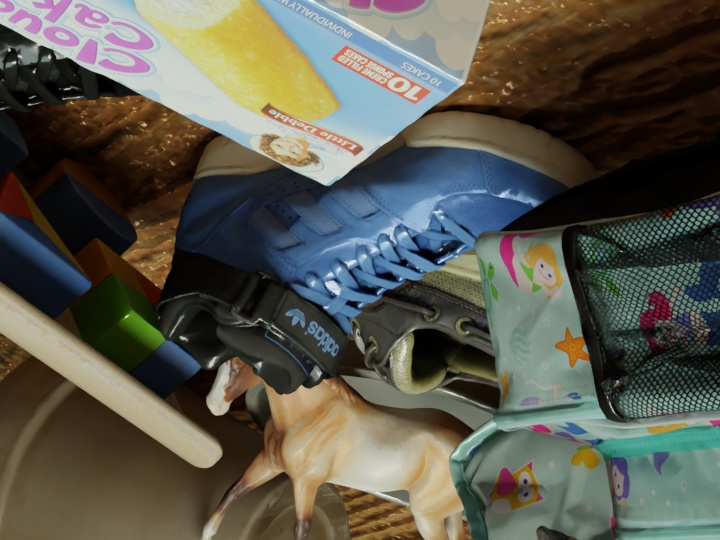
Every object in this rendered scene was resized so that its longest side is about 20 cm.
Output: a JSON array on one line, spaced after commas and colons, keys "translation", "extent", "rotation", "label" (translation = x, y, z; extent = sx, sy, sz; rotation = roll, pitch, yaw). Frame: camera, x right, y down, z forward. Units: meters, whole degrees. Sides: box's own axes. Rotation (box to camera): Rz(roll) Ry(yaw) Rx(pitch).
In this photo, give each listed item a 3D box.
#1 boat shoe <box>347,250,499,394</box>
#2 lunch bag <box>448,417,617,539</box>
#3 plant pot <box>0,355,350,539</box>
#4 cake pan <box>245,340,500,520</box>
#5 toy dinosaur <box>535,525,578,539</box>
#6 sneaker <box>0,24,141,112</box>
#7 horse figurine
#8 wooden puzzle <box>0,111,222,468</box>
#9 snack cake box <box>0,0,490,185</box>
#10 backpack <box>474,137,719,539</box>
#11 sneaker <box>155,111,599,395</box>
[{"translation": [0.026, 0.023, 0.850], "extent": [0.198, 0.065, 0.073], "rotation": [3, 155, 33], "label": "boat shoe"}, {"translation": [0.168, 0.104, 0.852], "extent": [0.200, 0.123, 0.170], "rotation": [-39, 127, 22], "label": "lunch bag"}, {"translation": [-0.106, 0.153, 1.038], "extent": [0.172, 0.201, 0.200], "rotation": [11, 157, 32], "label": "plant pot"}, {"translation": [0.036, 0.084, 1.010], "extent": [0.198, 0.037, 0.201], "rotation": [15, 157, 7], "label": "cake pan"}, {"translation": [0.143, 0.160, 0.644], "extent": [0.198, 0.087, 0.136], "rotation": [15, 166, 2], "label": "toy dinosaur"}, {"translation": [-0.155, -0.070, 0.720], "extent": [0.198, 0.113, 0.073], "rotation": [14, 156, 10], "label": "sneaker"}, {"translation": [0.007, 0.108, 0.920], "extent": [0.198, 0.134, 0.050], "rotation": [17, -166, -8], "label": "horse figurine"}, {"translation": [-0.144, -0.019, 0.818], "extent": [0.185, 0.046, 0.200], "rotation": [42, -173, -45], "label": "wooden puzzle"}, {"translation": [-0.065, -0.113, 0.618], "extent": [0.199, 0.068, 0.115], "rotation": [26, 155, -16], "label": "snack cake box"}, {"translation": [0.140, 0.019, 0.640], "extent": [0.176, 0.152, 0.199], "rotation": [-7, -178, -36], "label": "backpack"}, {"translation": [0.001, 0.001, 0.762], "extent": [0.198, 0.112, 0.077], "rotation": [1, 152, 33], "label": "sneaker"}]
